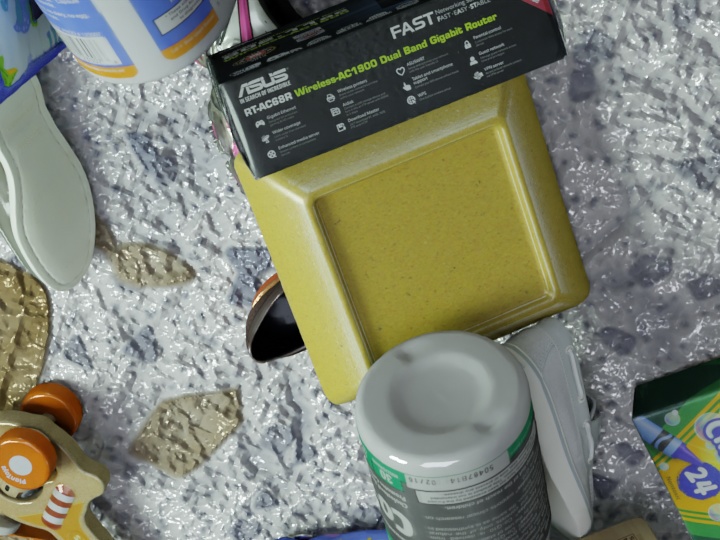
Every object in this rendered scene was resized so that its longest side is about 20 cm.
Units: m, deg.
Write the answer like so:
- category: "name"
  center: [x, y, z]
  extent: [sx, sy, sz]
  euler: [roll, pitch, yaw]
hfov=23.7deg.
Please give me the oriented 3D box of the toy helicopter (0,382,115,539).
- category: "toy helicopter"
  center: [-0.237, 0.193, 1.326]
  extent: [0.132, 0.079, 0.200]
  euler: [-29, 110, 24]

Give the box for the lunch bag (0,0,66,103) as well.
- category: "lunch bag"
  center: [-0.258, -0.209, 1.077]
  extent: [0.127, 0.170, 0.200]
  euler: [-26, 107, 24]

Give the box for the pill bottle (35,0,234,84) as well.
- category: "pill bottle"
  center: [-0.159, -0.211, 0.996]
  extent: [0.112, 0.112, 0.200]
  euler: [-9, 142, 17]

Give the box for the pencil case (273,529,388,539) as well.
- category: "pencil case"
  center: [0.013, 0.230, 1.287]
  extent: [0.199, 0.087, 0.078]
  euler: [-11, 157, 18]

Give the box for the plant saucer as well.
- category: "plant saucer"
  center: [0.044, -0.021, 1.123]
  extent: [0.200, 0.048, 0.200]
  euler: [-23, 115, -5]

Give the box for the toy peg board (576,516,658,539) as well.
- category: "toy peg board"
  center: [0.149, 0.302, 1.172]
  extent: [0.199, 0.200, 0.098]
  euler: [-20, 134, -8]

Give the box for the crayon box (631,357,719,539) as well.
- category: "crayon box"
  center: [0.303, 0.109, 1.176]
  extent: [0.200, 0.052, 0.126]
  euler: [-22, 109, 21]

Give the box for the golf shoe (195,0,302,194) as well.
- category: "golf shoe"
  center: [-0.058, -0.122, 1.130]
  extent: [0.092, 0.073, 0.200]
  euler: [-14, 112, 17]

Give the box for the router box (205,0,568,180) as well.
- category: "router box"
  center: [0.010, -0.129, 1.030]
  extent: [0.200, 0.150, 0.062]
  euler: [-22, 105, -3]

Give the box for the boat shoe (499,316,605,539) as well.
- category: "boat shoe"
  center: [0.138, 0.111, 1.200]
  extent: [0.068, 0.072, 0.200]
  euler: [-38, 129, -17]

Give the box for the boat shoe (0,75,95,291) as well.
- category: "boat shoe"
  center: [-0.245, -0.076, 1.199]
  extent: [0.060, 0.072, 0.202]
  euler: [10, 131, 36]

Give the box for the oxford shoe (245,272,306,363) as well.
- category: "oxford shoe"
  center: [0.000, 0.000, 1.175]
  extent: [0.071, 0.073, 0.200]
  euler: [44, 113, -9]

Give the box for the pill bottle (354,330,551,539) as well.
- category: "pill bottle"
  center: [0.067, 0.144, 1.136]
  extent: [0.113, 0.113, 0.200]
  euler: [-1, 136, 13]
